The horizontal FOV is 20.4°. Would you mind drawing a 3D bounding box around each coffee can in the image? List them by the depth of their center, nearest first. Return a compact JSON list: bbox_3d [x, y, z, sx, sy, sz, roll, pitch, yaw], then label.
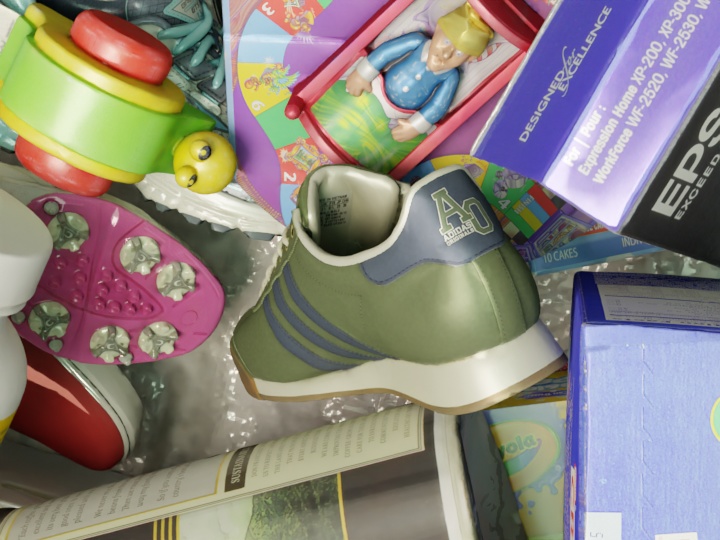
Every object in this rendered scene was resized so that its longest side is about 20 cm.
[{"bbox_3d":[-0.037,0.139,0.765,0.199,0.146,0.147,-16,101,10],"label":"coffee can"}]

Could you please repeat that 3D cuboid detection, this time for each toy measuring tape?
[{"bbox_3d":[-0.138,-0.084,0.786,0.199,0.074,0.074,30,102,4],"label":"toy measuring tape"}]

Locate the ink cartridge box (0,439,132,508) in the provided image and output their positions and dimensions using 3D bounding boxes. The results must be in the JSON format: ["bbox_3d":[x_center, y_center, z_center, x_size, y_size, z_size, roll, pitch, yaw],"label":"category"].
[{"bbox_3d":[-0.161,0.186,0.904,0.145,0.088,0.201,15,104,-2],"label":"ink cartridge box"}]

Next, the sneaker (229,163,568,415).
[{"bbox_3d":[0.000,0.000,0.768,0.067,0.200,0.090,-28,103,-27],"label":"sneaker"}]

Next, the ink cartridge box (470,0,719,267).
[{"bbox_3d":[0.145,-0.100,0.713,0.043,0.200,0.199,36,103,31],"label":"ink cartridge box"}]

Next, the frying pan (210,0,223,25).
[{"bbox_3d":[-0.007,-0.089,0.870,0.114,0.031,0.191,-4,100,6],"label":"frying pan"}]

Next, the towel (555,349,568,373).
[{"bbox_3d":[0.078,0.119,0.909,0.199,0.030,0.147,-19,100,7],"label":"towel"}]

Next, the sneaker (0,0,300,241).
[{"bbox_3d":[-0.076,-0.075,0.840,0.199,0.078,0.087,17,112,0],"label":"sneaker"}]

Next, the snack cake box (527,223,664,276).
[{"bbox_3d":[0.156,-0.078,0.844,0.199,0.067,0.116,-12,102,5],"label":"snack cake box"}]

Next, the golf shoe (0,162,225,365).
[{"bbox_3d":[-0.150,-0.022,0.832,0.199,0.092,0.075,20,112,-23],"label":"golf shoe"}]

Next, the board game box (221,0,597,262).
[{"bbox_3d":[0.021,-0.082,0.760,0.157,0.039,0.201,3,114,8],"label":"board game box"}]

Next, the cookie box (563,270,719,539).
[{"bbox_3d":[0.110,0.093,0.714,0.075,0.200,0.172,1,95,5],"label":"cookie box"}]

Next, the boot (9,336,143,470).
[{"bbox_3d":[-0.202,0.056,0.844,0.200,0.144,0.072,33,141,0],"label":"boot"}]

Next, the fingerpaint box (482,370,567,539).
[{"bbox_3d":[0.137,0.123,0.854,0.199,0.073,0.168,-8,96,6],"label":"fingerpaint box"}]

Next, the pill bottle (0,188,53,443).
[{"bbox_3d":[-0.193,0.059,0.744,0.112,0.112,0.201,27,104,-4],"label":"pill bottle"}]
